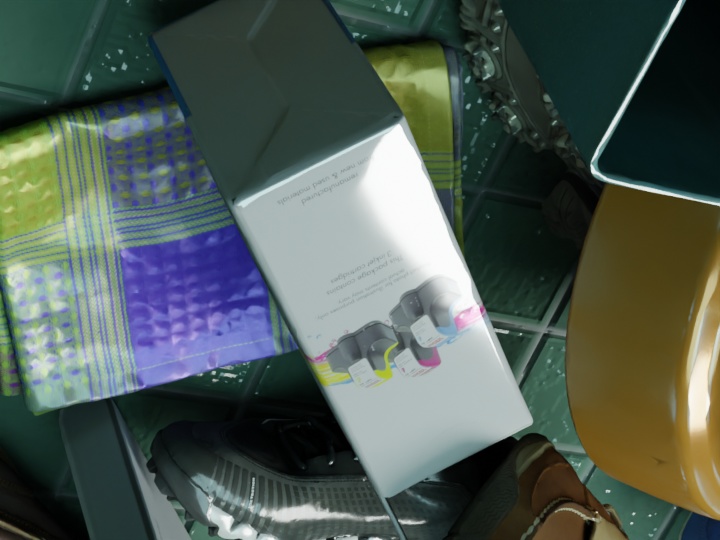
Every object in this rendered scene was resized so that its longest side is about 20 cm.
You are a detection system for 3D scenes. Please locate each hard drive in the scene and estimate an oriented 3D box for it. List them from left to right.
[{"bbox_3d":[-0.069,0.162,0.899,0.026,0.132,0.200,-24,131,-2],"label":"hard drive"}]

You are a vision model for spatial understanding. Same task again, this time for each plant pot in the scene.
[{"bbox_3d":[0.126,-0.131,0.712,0.141,0.200,0.141,11,121,-28],"label":"plant pot"},{"bbox_3d":[0.210,0.020,0.807,0.200,0.183,0.200,-28,129,-42],"label":"plant pot"}]

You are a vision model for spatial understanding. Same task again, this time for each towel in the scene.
[{"bbox_3d":[-0.050,-0.016,0.845,0.200,0.023,0.144,-11,129,-14],"label":"towel"}]

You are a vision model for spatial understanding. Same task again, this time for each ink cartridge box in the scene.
[{"bbox_3d":[0.000,0.000,0.787,0.068,0.115,0.200,-26,131,-2],"label":"ink cartridge box"}]

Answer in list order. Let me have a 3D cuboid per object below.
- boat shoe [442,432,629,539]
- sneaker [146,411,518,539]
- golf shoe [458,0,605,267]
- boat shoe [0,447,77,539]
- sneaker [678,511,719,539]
[{"bbox_3d":[0.081,0.118,0.854,0.076,0.074,0.200,-54,164,0],"label":"boat shoe"},{"bbox_3d":[0.001,0.083,0.916,0.200,0.066,0.091,20,113,-37],"label":"sneaker"},{"bbox_3d":[0.107,-0.073,0.848,0.097,0.078,0.200,-43,137,-11],"label":"golf shoe"},{"bbox_3d":[-0.138,0.147,0.903,0.070,0.070,0.200,-35,132,2],"label":"boat shoe"},{"bbox_3d":[0.224,0.066,0.980,0.200,0.077,0.111,-32,137,-3],"label":"sneaker"}]
